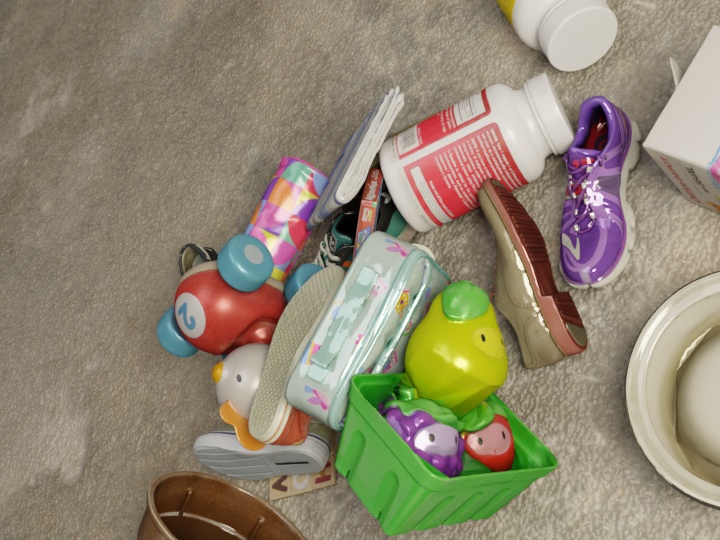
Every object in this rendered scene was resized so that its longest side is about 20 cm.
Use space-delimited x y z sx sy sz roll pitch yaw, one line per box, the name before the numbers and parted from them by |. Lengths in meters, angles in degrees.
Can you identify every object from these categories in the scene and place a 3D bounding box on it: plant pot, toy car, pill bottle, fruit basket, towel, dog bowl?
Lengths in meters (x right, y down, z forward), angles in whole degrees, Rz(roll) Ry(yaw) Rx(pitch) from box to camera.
plant pot | -0.178 0.359 0.979 0.200 0.199 0.200 35 101 44
toy car | -0.131 0.102 1.023 0.184 0.175 0.202 -42 36 37
pill bottle | 0.209 -0.320 1.023 0.111 0.111 0.202 -36 50 21
fruit basket | 0.090 0.124 0.840 0.216 0.215 0.156 -51 53 8
towel | -0.010 -0.122 1.062 0.148 0.024 0.200 -63 9 -13
dog bowl | 0.325 0.103 0.750 0.198 0.074 0.203 -18 59 32
pill bottle | 0.128 -0.131 0.992 0.198 0.112 0.114 -25 55 19

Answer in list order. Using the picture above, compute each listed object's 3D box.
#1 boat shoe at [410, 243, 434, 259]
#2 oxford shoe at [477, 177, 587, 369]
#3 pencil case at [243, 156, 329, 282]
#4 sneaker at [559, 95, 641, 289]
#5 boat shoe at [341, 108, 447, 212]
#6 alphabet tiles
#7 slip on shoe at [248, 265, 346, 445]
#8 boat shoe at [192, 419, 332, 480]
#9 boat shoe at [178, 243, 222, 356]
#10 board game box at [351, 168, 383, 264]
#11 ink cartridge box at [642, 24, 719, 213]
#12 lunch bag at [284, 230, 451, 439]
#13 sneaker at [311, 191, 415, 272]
boat shoe | 0.037 0.071 1.009 0.071 0.060 0.204 16 81 15
oxford shoe | 0.154 0.003 0.918 0.074 0.070 0.202 -32 68 30
pencil case | -0.106 -0.046 1.178 0.088 0.088 0.202 24 88 43
sneaker | 0.227 -0.081 0.913 0.080 0.083 0.203 -6 67 38
boat shoe | 0.052 -0.145 1.105 0.199 0.072 0.077 -31 39 24
alphabet tiles | -0.073 0.168 1.096 0.166 0.008 0.203 -22 57 31
slip on shoe | -0.056 0.090 0.962 0.074 0.061 0.203 0 67 51
boat shoe | -0.112 0.204 1.073 0.198 0.072 0.062 -7 42 33
boat shoe | -0.200 0.044 1.224 0.076 0.060 0.201 -45 48 13
board game box | 0.000 0.000 1.000 0.103 0.019 0.203 -80 -2 -65
ink cartridge box | 0.357 -0.112 0.789 0.199 0.128 0.126 33 92 45
lunch bag | 0.012 0.071 0.896 0.076 0.160 0.202 24 83 22
sneaker | -0.023 -0.023 1.093 0.200 0.080 0.072 -45 47 18
